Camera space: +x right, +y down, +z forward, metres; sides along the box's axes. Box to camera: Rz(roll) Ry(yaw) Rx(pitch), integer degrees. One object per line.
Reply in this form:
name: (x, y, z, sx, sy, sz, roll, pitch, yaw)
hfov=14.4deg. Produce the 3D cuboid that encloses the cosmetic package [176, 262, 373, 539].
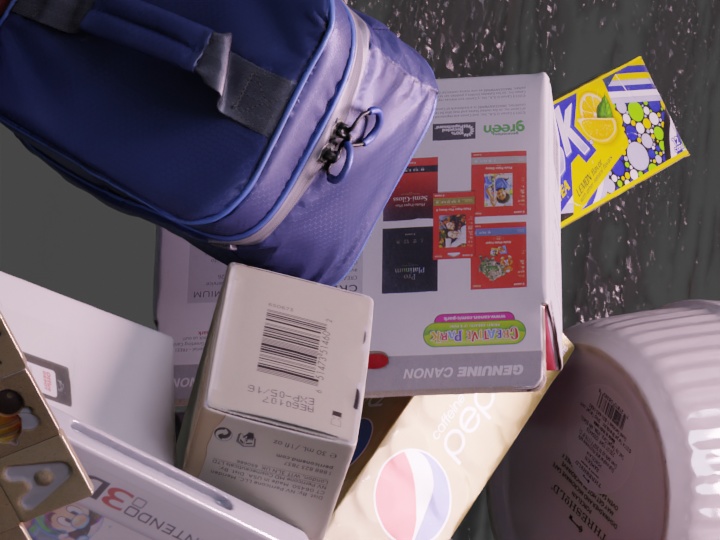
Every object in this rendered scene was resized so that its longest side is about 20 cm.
cosmetic package: (-0.054, 0.107, 1.312, 0.073, 0.201, 0.104, 15, 39, -6)

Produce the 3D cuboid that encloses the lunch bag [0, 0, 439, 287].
lunch bag: (-0.071, -0.083, 1.313, 0.132, 0.200, 0.136, 30, 87, -56)

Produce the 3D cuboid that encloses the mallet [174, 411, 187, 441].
mallet: (-0.023, 0.059, 1.504, 0.199, 0.041, 0.066, 0, 74, -41)

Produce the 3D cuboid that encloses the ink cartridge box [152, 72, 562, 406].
ink cartridge box: (0.000, 0.000, 1.432, 0.084, 0.199, 0.176, 72, 18, -62)

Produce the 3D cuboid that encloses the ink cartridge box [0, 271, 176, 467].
ink cartridge box: (-0.200, 0.061, 1.246, 0.200, 0.146, 0.085, 23, 50, -36)

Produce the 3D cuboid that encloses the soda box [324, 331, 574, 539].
soda box: (0.025, 0.092, 1.474, 0.068, 0.064, 0.200, 48, 60, -23)

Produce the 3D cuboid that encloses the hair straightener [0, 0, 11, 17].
hair straightener: (-0.188, -0.146, 1.332, 0.200, 0.041, 0.077, -47, 118, -49)

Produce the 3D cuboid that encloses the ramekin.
ramekin: (0.155, 0.116, 1.539, 0.105, 0.200, 0.201, 0, 71, -34)

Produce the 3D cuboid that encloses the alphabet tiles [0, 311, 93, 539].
alphabet tiles: (-0.218, 0.087, 1.151, 0.006, 0.199, 0.167, -99, 166, -61)

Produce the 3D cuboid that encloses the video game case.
video game case: (-0.149, 0.153, 1.228, 0.182, 0.200, 0.024, 29, 23, -32)

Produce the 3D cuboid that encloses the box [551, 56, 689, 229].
box: (0.105, -0.059, 1.663, 0.200, 0.064, 0.070, -29, 92, -48)

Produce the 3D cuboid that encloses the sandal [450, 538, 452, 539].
sandal: (0.020, 0.214, 1.459, 0.083, 0.050, 0.203, 48, 47, -17)
